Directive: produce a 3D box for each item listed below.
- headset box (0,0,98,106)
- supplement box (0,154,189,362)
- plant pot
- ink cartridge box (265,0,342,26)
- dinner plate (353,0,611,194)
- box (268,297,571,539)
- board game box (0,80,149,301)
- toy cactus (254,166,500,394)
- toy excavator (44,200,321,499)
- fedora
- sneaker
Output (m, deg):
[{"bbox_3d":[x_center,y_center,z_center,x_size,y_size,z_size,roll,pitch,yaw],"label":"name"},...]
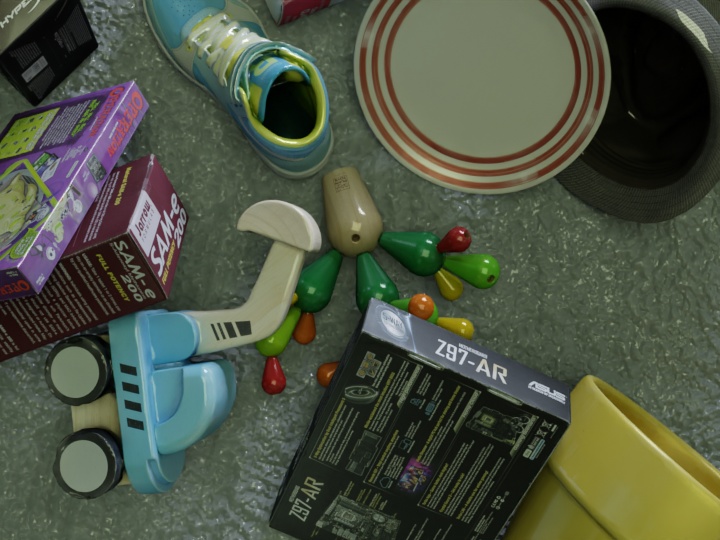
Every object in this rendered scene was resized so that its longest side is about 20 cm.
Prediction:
[{"bbox_3d":[-0.291,-0.229,0.795,0.077,0.149,0.200,-43,91,-8],"label":"headset box"},{"bbox_3d":[-0.225,0.001,0.771,0.197,0.109,0.061,-20,121,13],"label":"supplement box"},{"bbox_3d":[0.185,0.212,0.806,0.200,0.201,0.190,38,98,-3],"label":"plant pot"},{"bbox_3d":[-0.002,-0.302,0.865,0.197,0.086,0.150,-22,91,-9],"label":"ink cartridge box"},{"bbox_3d":[0.092,-0.151,0.845,0.197,0.024,0.203,8,124,12],"label":"dinner plate"},{"bbox_3d":[0.039,0.138,0.803,0.158,0.044,0.202,23,121,-3],"label":"box"},{"bbox_3d":[-0.233,-0.053,0.764,0.118,0.202,0.032,-13,128,28],"label":"board game box"},{"bbox_3d":[0.000,0.000,0.842,0.197,0.102,0.167,-22,71,14],"label":"toy cactus"},{"bbox_3d":[-0.118,0.058,0.798,0.196,0.100,0.198,-7,89,6],"label":"toy excavator"},{"bbox_3d":[0.223,-0.147,0.854,0.175,0.202,0.090,28,51,27],"label":"fedora"},{"bbox_3d":[-0.089,-0.162,0.823,0.080,0.131,0.200,-44,91,-6],"label":"sneaker"}]
